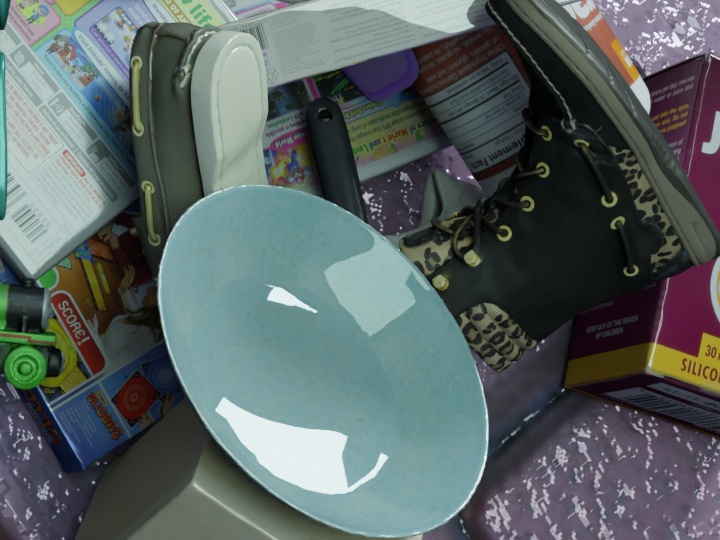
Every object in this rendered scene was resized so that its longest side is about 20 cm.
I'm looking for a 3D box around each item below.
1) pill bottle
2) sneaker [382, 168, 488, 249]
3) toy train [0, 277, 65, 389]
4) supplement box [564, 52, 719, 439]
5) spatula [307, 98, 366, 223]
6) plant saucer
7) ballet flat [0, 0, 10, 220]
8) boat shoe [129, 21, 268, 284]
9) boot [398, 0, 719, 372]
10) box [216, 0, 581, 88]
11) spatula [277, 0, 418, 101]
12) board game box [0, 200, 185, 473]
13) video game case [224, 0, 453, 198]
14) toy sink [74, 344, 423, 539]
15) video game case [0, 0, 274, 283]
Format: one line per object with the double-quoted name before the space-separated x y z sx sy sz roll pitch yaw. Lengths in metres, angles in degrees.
"pill bottle" 0.094 -0.111 1.254 0.112 0.112 0.200 -37 98 -25
"sneaker" 0.018 0.028 1.259 0.088 0.075 0.200 40 59 -8
"toy train" -0.249 0.025 1.123 0.199 0.042 0.057 5 91 -11
"supplement box" 0.218 -0.010 1.332 0.130 0.103 0.201 17 75 -21
"spatula" 0.000 0.000 1.206 0.056 0.021 0.201 -11 80 -6
"plant saucer" -0.025 0.050 1.098 0.200 0.039 0.202 25 45 -27
"ballet flat" -0.207 -0.121 1.111 0.067 0.068 0.201 4 79 -10
"boat shoe" -0.086 -0.035 1.149 0.072 0.060 0.203 -43 142 -50
"boot" 0.086 -0.045 1.171 0.150 0.073 0.200 -33 122 12
"box" 0.017 -0.136 1.169 0.199 0.039 0.042 -17 97 -4
"spatula" -0.049 -0.158 1.203 0.200 0.056 0.021 33 58 -25
"board game box" -0.151 -0.010 1.199 0.135 0.034 0.201 -31 96 -26
"video game case" -0.040 -0.132 1.258 0.199 0.024 0.183 -23 90 -34
"toy sink" -0.075 0.152 1.155 0.130 0.200 0.112 35 40 -14
"video game case" -0.169 -0.125 1.169 0.182 0.022 0.200 -40 94 -19
